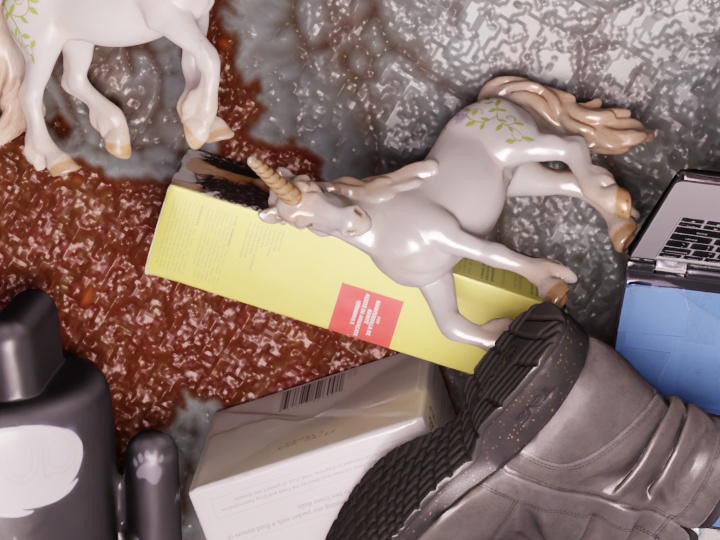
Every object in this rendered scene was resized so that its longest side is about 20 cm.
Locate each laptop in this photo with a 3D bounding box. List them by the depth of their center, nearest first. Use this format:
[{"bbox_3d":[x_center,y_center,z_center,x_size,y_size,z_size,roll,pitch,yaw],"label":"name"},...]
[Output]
[{"bbox_3d":[0.212,0.046,1.327,0.186,0.200,0.117,6,75,-3],"label":"laptop"}]

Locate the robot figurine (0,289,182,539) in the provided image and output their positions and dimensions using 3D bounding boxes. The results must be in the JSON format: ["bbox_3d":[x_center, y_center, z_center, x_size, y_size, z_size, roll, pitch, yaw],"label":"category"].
[{"bbox_3d":[-0.178,0.112,1.448,0.150,0.124,0.201,13,113,46],"label":"robot figurine"}]

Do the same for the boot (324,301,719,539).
[{"bbox_3d":[0.077,0.119,1.336,0.131,0.070,0.200,34,118,-21],"label":"boot"}]

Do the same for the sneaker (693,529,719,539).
[{"bbox_3d":[0.183,0.113,1.449,0.086,0.075,0.201,-18,104,15],"label":"sneaker"}]

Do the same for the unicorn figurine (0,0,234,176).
[{"bbox_3d":[-0.101,-0.124,1.393,0.199,0.074,0.138,-11,95,13],"label":"unicorn figurine"}]

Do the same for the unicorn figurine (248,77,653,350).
[{"bbox_3d":[0.044,-0.028,1.362,0.137,0.200,0.074,32,128,13],"label":"unicorn figurine"}]

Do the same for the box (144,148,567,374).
[{"bbox_3d":[0.000,0.000,1.426,0.199,0.075,0.050,18,107,-2],"label":"box"}]

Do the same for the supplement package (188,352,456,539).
[{"bbox_3d":[0.009,0.160,1.447,0.121,0.120,0.201,-17,104,8],"label":"supplement package"}]
